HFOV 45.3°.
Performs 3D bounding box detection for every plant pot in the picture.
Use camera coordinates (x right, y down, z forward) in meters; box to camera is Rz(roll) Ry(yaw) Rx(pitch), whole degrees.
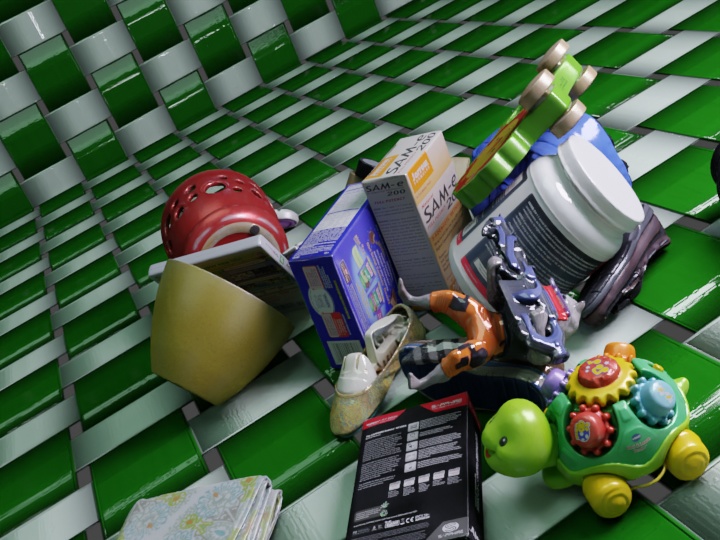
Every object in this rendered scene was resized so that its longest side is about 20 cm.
[{"bbox_3d":[-0.219,-0.042,1.420,0.198,0.203,0.183,-28,33,-7],"label":"plant pot"},{"bbox_3d":[-0.208,0.096,1.173,0.198,0.199,0.144,11,70,52],"label":"plant pot"}]

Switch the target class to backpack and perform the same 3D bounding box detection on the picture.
[{"bbox_3d":[0.247,-0.107,1.136,0.168,0.163,0.199,-47,22,-17],"label":"backpack"}]

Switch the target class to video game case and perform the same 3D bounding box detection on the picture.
[{"bbox_3d":[-0.184,0.022,1.287,0.196,0.182,0.022,-13,56,23],"label":"video game case"}]

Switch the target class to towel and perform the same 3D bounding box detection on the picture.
[{"bbox_3d":[-0.187,0.298,0.900,0.196,0.049,0.172,-16,23,20],"label":"towel"}]

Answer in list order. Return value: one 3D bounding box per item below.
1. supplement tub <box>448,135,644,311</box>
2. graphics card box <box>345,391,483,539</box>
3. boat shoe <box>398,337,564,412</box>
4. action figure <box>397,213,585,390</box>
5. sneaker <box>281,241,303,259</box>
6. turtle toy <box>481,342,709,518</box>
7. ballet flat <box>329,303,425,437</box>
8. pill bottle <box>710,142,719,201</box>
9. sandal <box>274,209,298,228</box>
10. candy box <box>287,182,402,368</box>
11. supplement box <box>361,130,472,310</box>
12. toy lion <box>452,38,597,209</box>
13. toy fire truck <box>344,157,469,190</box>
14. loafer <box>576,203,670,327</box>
[{"bbox_3d":[0.211,-0.041,0.996,0.200,0.140,0.141,-44,14,30],"label":"supplement tub"},{"bbox_3d":[0.056,0.211,0.836,0.123,0.052,0.201,-18,25,15],"label":"graphics card box"},{"bbox_3d":[0.133,0.109,0.952,0.197,0.074,0.072,12,37,38],"label":"boat shoe"},{"bbox_3d":[0.134,0.042,0.894,0.189,0.106,0.203,-3,45,-2],"label":"action figure"},{"bbox_3d":[-0.048,-0.035,1.402,0.196,0.077,0.116,-17,19,-8],"label":"sneaker"},{"bbox_3d":[0.205,0.137,0.778,0.197,0.103,0.146,-25,25,0],"label":"turtle toy"},{"bbox_3d":[0.014,0.113,1.048,0.070,0.072,0.200,-2,34,40],"label":"ballet flat"},{"bbox_3d":[0.467,-0.088,0.962,0.110,0.113,0.201,-20,25,10],"label":"pill bottle"},{"bbox_3d":[-0.212,-0.073,1.632,0.199,0.082,0.051,-13,70,21],"label":"sandal"},{"bbox_3d":[0.000,0.000,1.156,0.076,0.172,0.201,-4,31,30],"label":"candy box"},{"bbox_3d":[0.090,-0.066,1.163,0.072,0.203,0.126,-5,31,35],"label":"supplement box"},{"bbox_3d":[0.187,-0.163,1.032,0.192,0.068,0.201,-47,5,36],"label":"toy lion"},{"bbox_3d":[0.087,-0.124,1.356,0.173,0.131,0.199,24,19,17],"label":"toy fire truck"},{"bbox_3d":[0.312,0.000,0.998,0.201,0.063,0.072,-51,3,-38],"label":"loafer"}]
